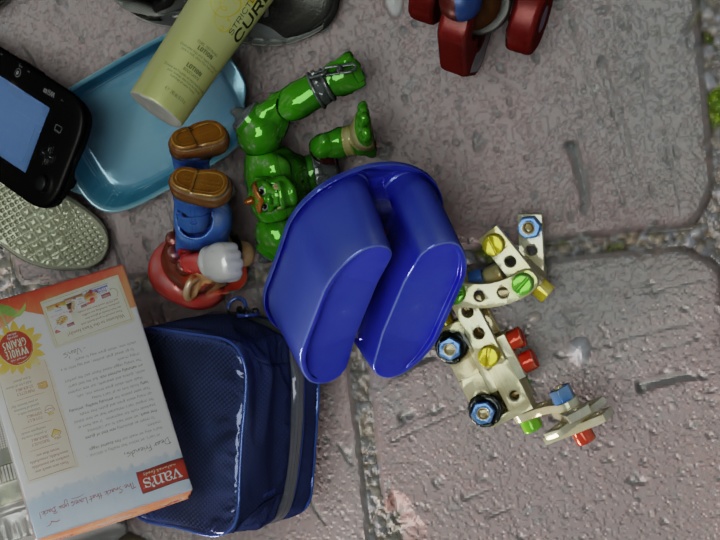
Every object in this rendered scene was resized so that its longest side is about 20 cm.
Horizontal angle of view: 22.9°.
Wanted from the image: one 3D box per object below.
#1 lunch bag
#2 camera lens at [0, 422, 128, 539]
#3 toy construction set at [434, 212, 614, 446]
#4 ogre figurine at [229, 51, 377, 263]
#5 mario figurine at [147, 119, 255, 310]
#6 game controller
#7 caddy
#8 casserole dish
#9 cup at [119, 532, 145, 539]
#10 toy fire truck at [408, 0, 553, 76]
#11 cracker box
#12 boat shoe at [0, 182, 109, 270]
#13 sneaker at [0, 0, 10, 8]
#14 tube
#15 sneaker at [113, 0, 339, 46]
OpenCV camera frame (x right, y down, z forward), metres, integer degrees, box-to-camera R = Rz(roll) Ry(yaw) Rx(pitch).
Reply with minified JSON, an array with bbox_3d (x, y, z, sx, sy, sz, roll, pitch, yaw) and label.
[{"bbox_3d":[-0.115,0.123,1.550,0.135,0.132,0.201,10,99,33],"label":"lunch bag"},{"bbox_3d":[-0.299,0.152,1.564,0.159,0.160,0.201,-23,71,17],"label":"camera lens"},{"bbox_3d":[0.134,0.063,1.500,0.131,0.092,0.201,-27,79,16],"label":"toy construction set"},{"bbox_3d":[-0.042,-0.077,1.526,0.119,0.098,0.201,-8,128,4],"label":"ogre figurine"},{"bbox_3d":[-0.120,-0.039,1.519,0.106,0.200,0.124,29,59,13],"label":"mario figurine"},{"bbox_3d":[-0.313,-0.136,1.579,0.200,0.042,0.105,32,114,35],"label":"game controller"},{"bbox_3d":[0.000,0.000,1.462,0.105,0.141,0.200,64,145,39],"label":"caddy"},{"bbox_3d":[-0.185,-0.134,1.574,0.200,0.039,0.121,-27,98,19],"label":"casserole dish"},{"bbox_3d":[-0.258,0.350,1.609,0.199,0.143,0.201,2,98,15],"label":"cup"},{"bbox_3d":[0.100,-0.255,1.423,0.112,0.168,0.201,20,102,12],"label":"toy fire truck"},{"bbox_3d":[-0.231,0.111,1.467,0.133,0.058,0.201,-16,78,-12],"label":"cracker box"},{"bbox_3d":[-0.324,-0.054,1.620,0.199,0.062,0.075,17,96,-3],"label":"boat shoe"},{"bbox_3d":[-0.309,-0.304,1.577,0.199,0.078,0.100,-27,86,16],"label":"sneaker"},{"bbox_3d":[-0.115,-0.213,1.459,0.052,0.058,0.200,29,78,21],"label":"tube"},{"bbox_3d":[-0.125,-0.230,1.514,0.199,0.115,0.075,3,97,15],"label":"sneaker"}]
